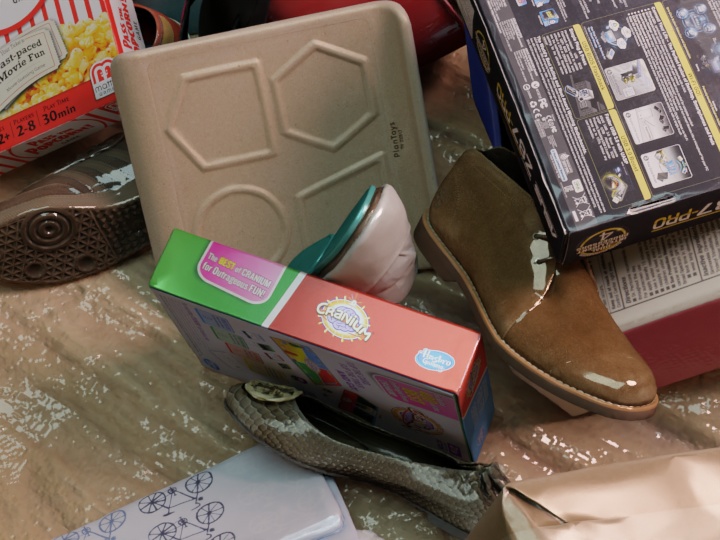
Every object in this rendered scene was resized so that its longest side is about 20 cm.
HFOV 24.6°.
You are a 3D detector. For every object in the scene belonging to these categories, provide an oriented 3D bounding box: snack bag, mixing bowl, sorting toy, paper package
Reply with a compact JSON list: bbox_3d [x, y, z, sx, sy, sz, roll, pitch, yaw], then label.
[{"bbox_3d":[-0.089,0.185,0.981,0.187,0.022,0.200,-22,32,-5],"label":"snack bag"},{"bbox_3d":[-0.020,-0.202,1.147,0.108,0.200,0.201,-40,64,8],"label":"mixing bowl"},{"bbox_3d":[-0.052,-0.073,1.097,0.198,0.187,0.037,-10,21,3],"label":"sorting toy"},{"bbox_3d":[0.142,0.183,0.888,0.189,0.200,0.104,-5,61,-18],"label":"paper package"}]

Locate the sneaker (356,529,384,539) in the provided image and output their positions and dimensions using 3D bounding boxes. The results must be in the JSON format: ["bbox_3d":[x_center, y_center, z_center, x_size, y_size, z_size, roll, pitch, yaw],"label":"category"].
[{"bbox_3d":[0.001,0.250,0.960,0.081,0.074,0.201,13,65,17],"label":"sneaker"}]

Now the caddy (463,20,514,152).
[{"bbox_3d":[0.145,-0.127,1.079,0.140,0.201,0.105,-18,45,-5],"label":"caddy"}]

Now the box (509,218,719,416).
[{"bbox_3d":[0.188,-0.010,1.018,0.199,0.109,0.129,-21,60,22],"label":"box"}]

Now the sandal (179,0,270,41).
[{"bbox_3d":[-0.097,-0.163,1.111,0.045,0.200,0.075,-30,71,-21],"label":"sandal"}]

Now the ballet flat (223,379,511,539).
[{"bbox_3d":[0.009,0.110,1.027,0.199,0.067,0.047,25,110,10],"label":"ballet flat"}]

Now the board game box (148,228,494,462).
[{"bbox_3d":[-0.019,0.050,1.021,0.198,0.153,0.041,19,72,14],"label":"board game box"}]

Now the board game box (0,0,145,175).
[{"bbox_3d":[-0.235,-0.185,1.154,0.150,0.046,0.202,-21,78,20],"label":"board game box"}]

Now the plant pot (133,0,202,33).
[{"bbox_3d":[-0.136,-0.297,1.223,0.198,0.135,0.202,-2,63,4],"label":"plant pot"}]

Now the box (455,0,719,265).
[{"bbox_3d":[0.154,-0.119,0.940,0.160,0.049,0.202,-17,67,-6],"label":"box"}]

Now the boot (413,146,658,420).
[{"bbox_3d":[0.104,0.004,0.937,0.073,0.076,0.200,-2,39,-41],"label":"boot"}]

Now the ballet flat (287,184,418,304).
[{"bbox_3d":[0.000,0.000,1.017,0.069,0.200,0.070,5,74,-17],"label":"ballet flat"}]

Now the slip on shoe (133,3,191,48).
[{"bbox_3d":[-0.222,-0.175,1.205,0.198,0.061,0.075,9,80,10],"label":"slip on shoe"}]

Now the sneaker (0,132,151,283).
[{"bbox_3d":[-0.178,-0.052,1.151,0.198,0.071,0.076,-16,43,-6],"label":"sneaker"}]
